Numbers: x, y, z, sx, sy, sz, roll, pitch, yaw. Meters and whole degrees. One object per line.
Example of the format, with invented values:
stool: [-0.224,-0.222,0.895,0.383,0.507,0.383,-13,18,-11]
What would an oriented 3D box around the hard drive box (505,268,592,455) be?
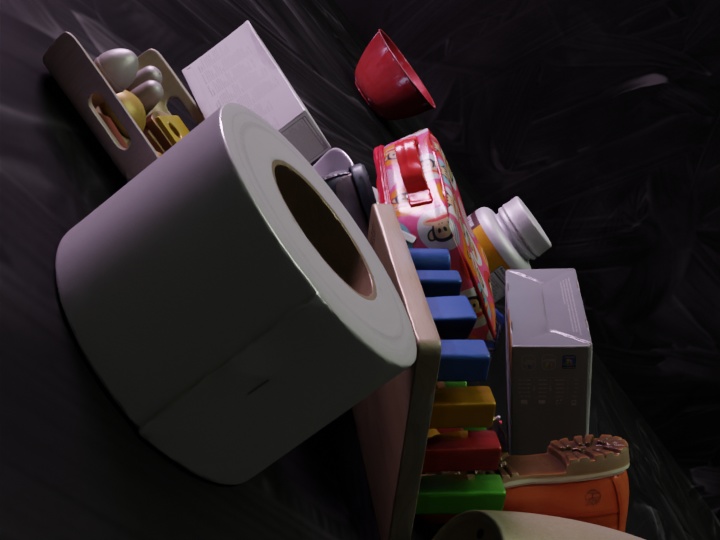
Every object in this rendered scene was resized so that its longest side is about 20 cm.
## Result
hard drive box: [0.187,0.122,1.105,0.156,0.076,0.202,-79,166,-63]

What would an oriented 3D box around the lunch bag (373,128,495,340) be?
lunch bag: [0.065,-0.039,1.019,0.201,0.081,0.177,-95,165,-56]

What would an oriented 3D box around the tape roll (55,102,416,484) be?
tape roll: [-0.075,0.014,0.698,0.203,0.139,0.203,51,12,-16]

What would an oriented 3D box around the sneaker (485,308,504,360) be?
sneaker: [0.119,0.068,1.221,0.077,0.086,0.200,33,-5,-10]

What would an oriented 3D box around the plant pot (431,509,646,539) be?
plant pot: [0.142,0.264,0.820,0.199,0.187,0.188,32,22,-28]

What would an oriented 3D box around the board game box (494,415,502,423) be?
board game box: [0.128,0.161,1.274,0.200,0.039,0.159,44,17,-42]

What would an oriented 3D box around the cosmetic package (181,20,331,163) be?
cosmetic package: [-0.097,-0.147,0.977,0.051,0.082,0.201,53,4,-39]

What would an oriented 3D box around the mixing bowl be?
mixing bowl: [0.058,-0.391,2.278,0.201,0.108,0.201,51,14,-18]

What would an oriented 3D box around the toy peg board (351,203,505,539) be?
toy peg board: [0.060,0.082,0.863,0.201,0.097,0.201,-106,-160,-56]

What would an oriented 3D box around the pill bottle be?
pill bottle: [0.141,-0.004,1.385,0.110,0.199,0.109,50,13,-16]

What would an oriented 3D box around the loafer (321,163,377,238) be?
loafer: [0.000,0.000,1.036,0.072,0.062,0.202,86,-10,-75]

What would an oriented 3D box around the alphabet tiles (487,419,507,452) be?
alphabet tiles: [0.183,0.266,1.183,0.201,0.014,0.196,62,19,-8]

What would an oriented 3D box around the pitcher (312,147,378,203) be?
pitcher: [0.022,-0.019,1.175,0.200,0.121,0.172,45,14,-24]

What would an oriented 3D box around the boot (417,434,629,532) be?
boot: [0.139,0.212,0.946,0.075,0.197,0.109,-96,180,-80]

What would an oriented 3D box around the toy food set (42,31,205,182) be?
toy food set: [-0.167,-0.127,0.897,0.144,0.060,0.200,54,13,-1]
